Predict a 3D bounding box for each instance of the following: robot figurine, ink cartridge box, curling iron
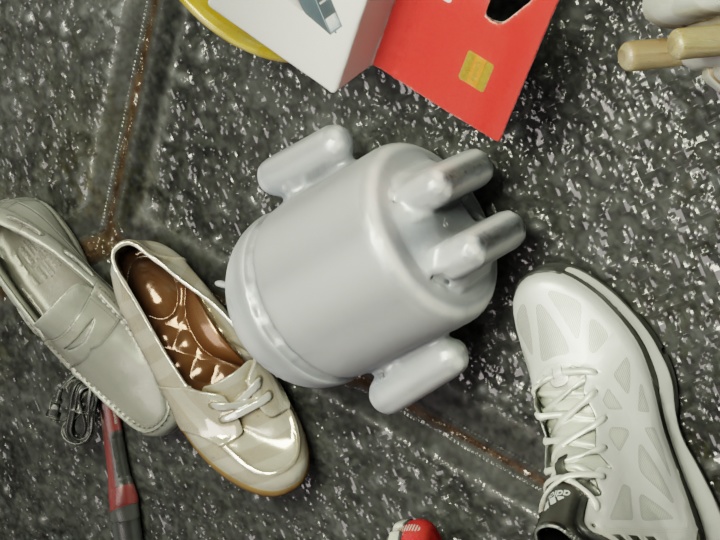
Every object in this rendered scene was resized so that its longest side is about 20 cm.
[{"bbox_3d":[0.000,0.000,1.060,0.200,0.113,0.170,-27,86,36],"label":"robot figurine"},{"bbox_3d":[0.020,-0.174,0.921,0.176,0.045,0.200,35,135,15],"label":"ink cartridge box"},{"bbox_3d":[-0.178,0.166,1.282,0.049,0.026,0.201,-14,101,-1],"label":"curling iron"}]

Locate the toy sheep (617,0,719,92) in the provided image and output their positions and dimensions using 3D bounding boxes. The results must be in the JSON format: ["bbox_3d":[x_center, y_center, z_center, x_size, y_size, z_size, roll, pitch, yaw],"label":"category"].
[{"bbox_3d":[0.192,-0.150,0.874,0.138,0.138,0.201,-1,97,35],"label":"toy sheep"}]

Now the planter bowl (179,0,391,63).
[{"bbox_3d":[-0.028,-0.226,1.026,0.200,0.083,0.201,14,119,27],"label":"planter bowl"}]

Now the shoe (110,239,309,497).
[{"bbox_3d":[-0.103,0.061,1.170,0.070,0.053,0.200,-35,76,-9],"label":"shoe"}]

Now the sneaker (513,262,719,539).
[{"bbox_3d":[0.127,0.095,0.999,0.076,0.115,0.201,-29,86,37],"label":"sneaker"}]

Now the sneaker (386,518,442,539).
[{"bbox_3d":[0.079,0.237,1.111,0.085,0.077,0.200,-21,98,26],"label":"sneaker"}]

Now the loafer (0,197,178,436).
[{"bbox_3d":[-0.193,0.034,1.225,0.200,0.070,0.070,47,109,13],"label":"loafer"}]
